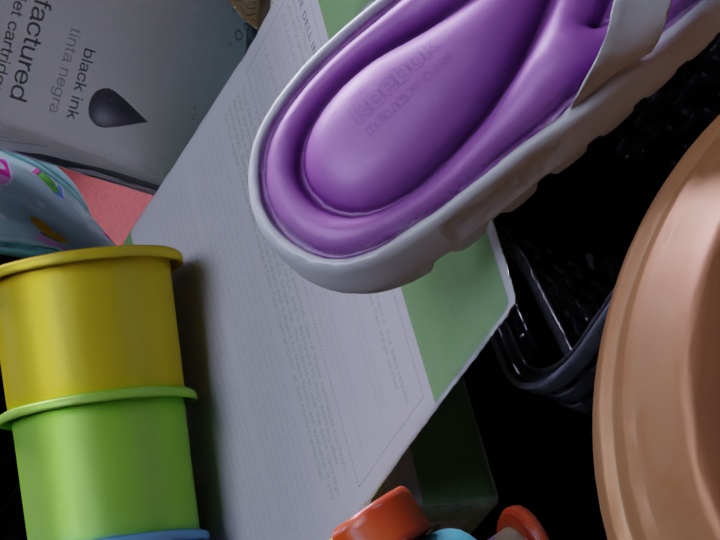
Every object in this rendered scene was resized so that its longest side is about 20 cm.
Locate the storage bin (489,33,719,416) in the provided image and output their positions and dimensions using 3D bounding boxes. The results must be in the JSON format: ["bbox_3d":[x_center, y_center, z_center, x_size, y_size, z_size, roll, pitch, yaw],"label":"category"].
[{"bbox_3d":[0.113,-0.060,0.751,0.201,0.093,0.135,-56,27,20],"label":"storage bin"}]

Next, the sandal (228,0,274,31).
[{"bbox_3d":[0.021,-0.157,0.875,0.080,0.054,0.201,27,90,15],"label":"sandal"}]

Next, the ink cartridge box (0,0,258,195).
[{"bbox_3d":[-0.059,-0.099,0.917,0.084,0.199,0.147,11,86,50],"label":"ink cartridge box"}]

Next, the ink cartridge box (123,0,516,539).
[{"bbox_3d":[0.000,0.000,0.792,0.200,0.048,0.146,-53,45,49],"label":"ink cartridge box"}]

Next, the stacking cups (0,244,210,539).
[{"bbox_3d":[-0.066,0.097,0.824,0.060,0.060,0.202,-15,81,48],"label":"stacking cups"}]

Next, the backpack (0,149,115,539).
[{"bbox_3d":[-0.162,0.043,0.960,0.200,0.175,0.154,-50,47,22],"label":"backpack"}]

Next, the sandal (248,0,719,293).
[{"bbox_3d":[0.049,-0.079,0.671,0.082,0.050,0.203,38,89,31],"label":"sandal"}]

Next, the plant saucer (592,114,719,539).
[{"bbox_3d":[0.147,0.027,0.621,0.199,0.037,0.202,-3,72,10],"label":"plant saucer"}]

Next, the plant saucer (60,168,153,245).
[{"bbox_3d":[-0.104,0.026,1.062,0.200,0.037,0.201,-45,46,32],"label":"plant saucer"}]

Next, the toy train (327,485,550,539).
[{"bbox_3d":[0.050,0.138,0.745,0.150,0.055,0.201,35,145,42],"label":"toy train"}]
